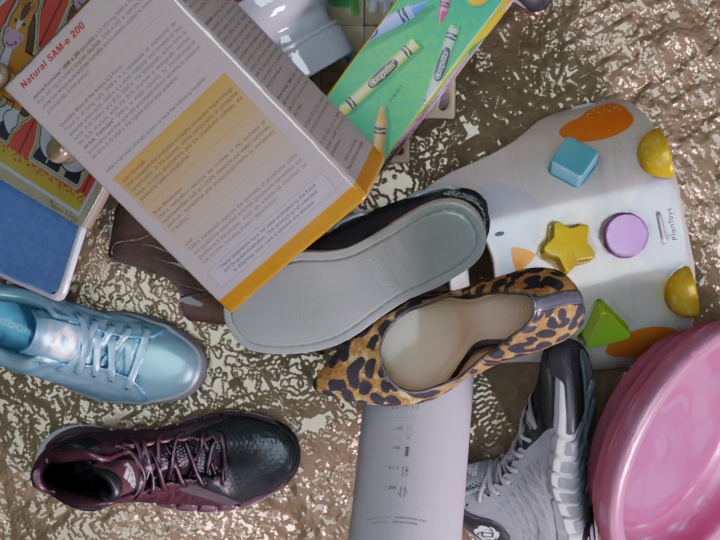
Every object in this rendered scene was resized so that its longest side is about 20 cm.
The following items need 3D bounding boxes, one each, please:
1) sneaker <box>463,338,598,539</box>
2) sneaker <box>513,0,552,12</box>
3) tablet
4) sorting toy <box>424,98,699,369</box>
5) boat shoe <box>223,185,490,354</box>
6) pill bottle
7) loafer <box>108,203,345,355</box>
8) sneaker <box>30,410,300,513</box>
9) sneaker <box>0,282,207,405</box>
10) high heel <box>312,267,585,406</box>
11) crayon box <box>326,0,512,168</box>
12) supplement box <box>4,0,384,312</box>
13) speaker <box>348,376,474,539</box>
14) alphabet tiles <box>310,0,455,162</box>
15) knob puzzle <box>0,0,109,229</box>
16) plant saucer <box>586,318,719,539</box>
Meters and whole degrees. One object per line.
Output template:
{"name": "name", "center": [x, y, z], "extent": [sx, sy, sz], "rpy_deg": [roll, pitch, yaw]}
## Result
{"name": "sneaker", "center": [0.109, 0.137, 1.182], "extent": [0.115, 0.075, 0.200], "rpy_deg": [5, 119, 19]}
{"name": "sneaker", "center": [0.051, -0.242, 1.208], "extent": [0.200, 0.074, 0.080], "rpy_deg": [33, 107, 3]}
{"name": "tablet", "center": [-0.228, -0.088, 1.197], "extent": [0.130, 0.014, 0.200], "rpy_deg": [19, 92, 37]}
{"name": "sorting toy", "center": [0.137, -0.014, 1.176], "extent": [0.180, 0.107, 0.201], "rpy_deg": [-13, 91, -9]}
{"name": "boat shoe", "center": [0.000, 0.000, 1.137], "extent": [0.200, 0.060, 0.076], "rpy_deg": [-19, 105, 17]}
{"name": "pill bottle", "center": [-0.088, -0.220, 1.140], "extent": [0.112, 0.112, 0.200], "rpy_deg": [-29, 97, 1]}
{"name": "loafer", "center": [-0.101, 0.009, 1.212], "extent": [0.200, 0.073, 0.071], "rpy_deg": [32, 102, 4]}
{"name": "sneaker", "center": [-0.144, 0.148, 1.186], "extent": [0.199, 0.116, 0.076], "rpy_deg": [-5, 91, 0]}
{"name": "sneaker", "center": [-0.213, 0.058, 1.200], "extent": [0.199, 0.082, 0.074], "rpy_deg": [12, 92, 0]}
{"name": "high heel", "center": [0.050, 0.044, 1.077], "extent": [0.200, 0.143, 0.072], "rpy_deg": [-18, 82, 9]}
{"name": "crayon box", "center": [0.039, -0.149, 1.126], "extent": [0.058, 0.119, 0.200], "rpy_deg": [38, 108, 1]}
{"name": "supplement box", "center": [-0.100, -0.091, 1.010], "extent": [0.126, 0.074, 0.200], "rpy_deg": [-39, 102, 24]}
{"name": "speaker", "center": [0.036, 0.144, 1.159], "extent": [0.081, 0.081, 0.200], "rpy_deg": [6, 60, 0]}
{"name": "alphabet tiles", "center": [-0.029, -0.164, 1.203], "extent": [0.199, 0.006, 0.167], "rpy_deg": [3, 104, 11]}
{"name": "knob puzzle", "center": [-0.214, -0.154, 1.168], "extent": [0.219, 0.030, 0.220], "rpy_deg": [-9, 74, 31]}
{"name": "plant saucer", "center": [0.230, 0.121, 1.172], "extent": [0.051, 0.200, 0.201], "rpy_deg": [29, 92, 41]}
